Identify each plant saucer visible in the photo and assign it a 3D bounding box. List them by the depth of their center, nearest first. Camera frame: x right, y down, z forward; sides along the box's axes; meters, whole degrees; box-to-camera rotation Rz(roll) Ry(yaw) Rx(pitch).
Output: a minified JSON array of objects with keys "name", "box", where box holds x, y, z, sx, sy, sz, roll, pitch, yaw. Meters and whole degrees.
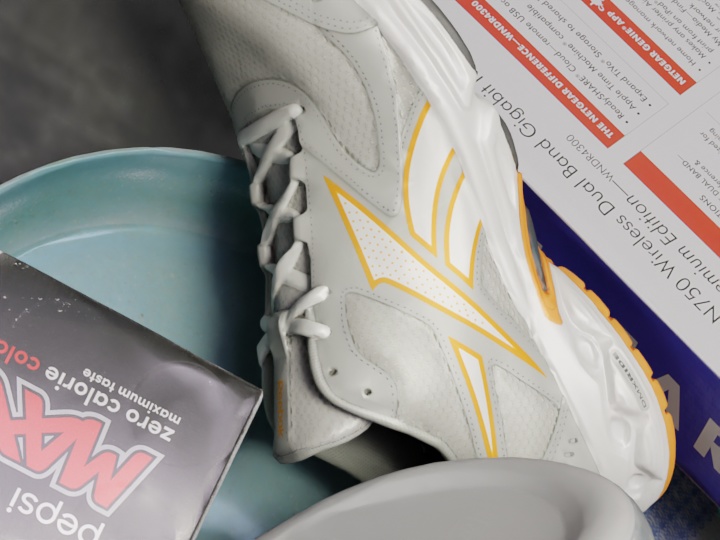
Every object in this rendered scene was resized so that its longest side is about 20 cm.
[{"name":"plant saucer","box":[-0.053,0.068,0.797,0.199,0.027,0.202,5,79,-26]}]

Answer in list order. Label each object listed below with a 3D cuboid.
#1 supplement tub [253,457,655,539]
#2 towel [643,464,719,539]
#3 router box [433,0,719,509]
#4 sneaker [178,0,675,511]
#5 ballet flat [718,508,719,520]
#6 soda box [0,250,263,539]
[{"name":"supplement tub","box":[0.036,0.159,0.737,0.122,0.122,0.201,-27,112,-29]},{"name":"towel","box":[0.122,0.064,0.901,0.147,0.024,0.201,-41,104,-29]},{"name":"router box","box":[0.125,-0.035,0.852,0.179,0.049,0.200,-35,71,-28]},{"name":"sneaker","box":[0.000,0.000,0.784,0.092,0.076,0.201,-36,96,-23]},{"name":"ballet flat","box":[0.189,0.031,0.893,0.200,0.072,0.072,-41,102,-32]},{"name":"soda box","box":[-0.129,0.018,0.720,0.199,0.063,0.071,28,69,-8]}]
